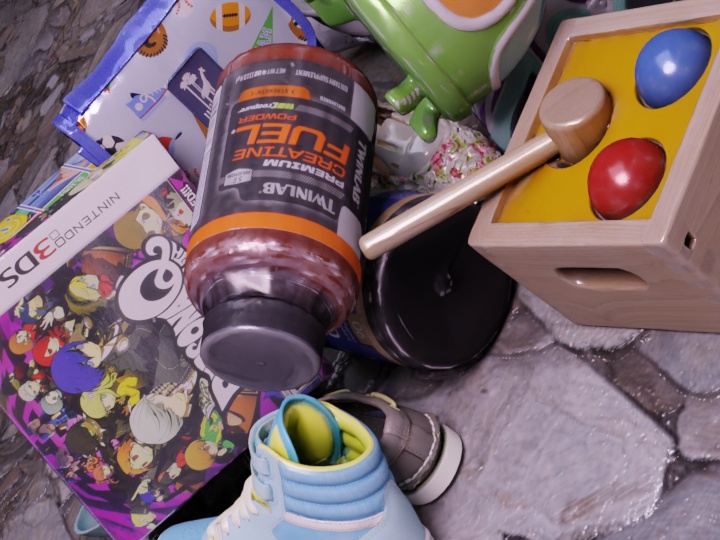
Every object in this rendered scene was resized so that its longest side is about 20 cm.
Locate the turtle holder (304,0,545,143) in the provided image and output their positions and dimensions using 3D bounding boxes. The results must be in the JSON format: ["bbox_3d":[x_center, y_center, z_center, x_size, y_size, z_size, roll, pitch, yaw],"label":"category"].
[{"bbox_3d":[0.054,-0.162,0.995,0.132,0.185,0.141,-41,60,5],"label":"turtle holder"}]

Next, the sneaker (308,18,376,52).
[{"bbox_3d":[0.027,-0.201,1.264,0.200,0.078,0.140,-35,37,31],"label":"sneaker"}]

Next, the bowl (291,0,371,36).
[{"bbox_3d":[0.030,-0.240,1.170,0.200,0.090,0.202,-23,47,26],"label":"bowl"}]

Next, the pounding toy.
[{"bbox_3d":[0.138,-0.056,0.925,0.200,0.142,0.185,1,62,54],"label":"pounding toy"}]

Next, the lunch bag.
[{"bbox_3d":[-0.108,-0.117,1.116,0.124,0.200,0.170,37,85,26],"label":"lunch bag"}]

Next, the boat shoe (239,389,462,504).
[{"bbox_3d":[-0.021,0.111,1.062,0.201,0.060,0.072,-5,57,51],"label":"boat shoe"}]

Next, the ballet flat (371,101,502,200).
[{"bbox_3d":[0.024,-0.089,1.181,0.200,0.064,0.076,19,76,57],"label":"ballet flat"}]

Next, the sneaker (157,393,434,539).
[{"bbox_3d":[-0.057,0.135,0.986,0.199,0.131,0.080,-8,26,29],"label":"sneaker"}]

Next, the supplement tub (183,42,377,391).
[{"bbox_3d":[-0.047,-0.031,0.976,0.107,0.107,0.201,-26,46,38],"label":"supplement tub"}]

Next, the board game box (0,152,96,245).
[{"bbox_3d":[-0.211,-0.033,1.258,0.135,0.035,0.200,14,51,41],"label":"board game box"}]

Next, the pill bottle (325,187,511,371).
[{"bbox_3d":[0.000,0.000,1.088,0.200,0.112,0.112,8,68,55],"label":"pill bottle"}]

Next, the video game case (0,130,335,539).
[{"bbox_3d":[-0.143,0.045,1.030,0.181,0.200,0.036,-40,17,-11],"label":"video game case"}]

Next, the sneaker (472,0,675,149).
[{"bbox_3d":[0.130,-0.183,1.098,0.200,0.078,0.140,-52,32,5],"label":"sneaker"}]

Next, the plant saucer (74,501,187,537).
[{"bbox_3d":[-0.124,0.122,1.168,0.200,0.036,0.200,-44,11,11],"label":"plant saucer"}]

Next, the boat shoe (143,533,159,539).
[{"bbox_3d":[-0.107,0.219,1.082,0.067,0.072,0.200,-23,15,-11],"label":"boat shoe"}]
